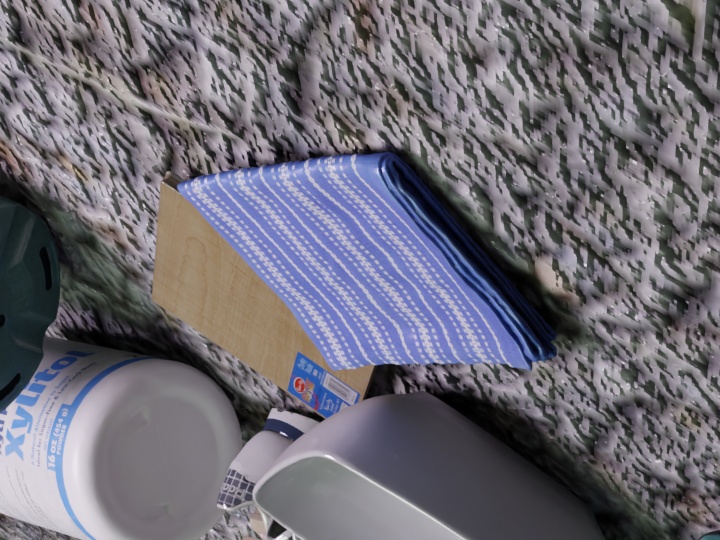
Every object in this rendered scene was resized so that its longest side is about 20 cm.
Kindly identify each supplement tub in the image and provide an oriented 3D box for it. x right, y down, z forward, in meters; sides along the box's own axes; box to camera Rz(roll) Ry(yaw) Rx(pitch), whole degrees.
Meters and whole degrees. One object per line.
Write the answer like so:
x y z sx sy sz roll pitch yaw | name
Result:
-0.182 0.116 1.795 0.200 0.132 0.132 6 144 54 | supplement tub

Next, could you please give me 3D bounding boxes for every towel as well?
0.000 0.000 1.362 0.145 0.024 0.200 49 153 -22 | towel

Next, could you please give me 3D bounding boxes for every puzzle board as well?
-0.054 0.020 1.536 0.151 0.017 0.200 34 161 7 | puzzle board

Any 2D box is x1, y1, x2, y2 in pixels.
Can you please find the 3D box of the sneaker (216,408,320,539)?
-0.008 0.177 1.711 0.200 0.081 0.076 43 158 -19 | sneaker

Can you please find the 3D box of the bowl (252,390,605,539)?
0.050 0.143 1.532 0.200 0.075 0.200 36 160 -5 | bowl

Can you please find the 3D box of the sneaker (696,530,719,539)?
0.194 0.197 1.426 0.091 0.078 0.200 27 157 37 | sneaker

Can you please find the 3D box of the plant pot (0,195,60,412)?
-0.314 0.007 1.711 0.196 0.200 0.200 17 153 29 | plant pot

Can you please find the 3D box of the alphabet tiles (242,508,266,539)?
0.003 0.243 1.931 0.195 0.015 0.200 6 144 52 | alphabet tiles
